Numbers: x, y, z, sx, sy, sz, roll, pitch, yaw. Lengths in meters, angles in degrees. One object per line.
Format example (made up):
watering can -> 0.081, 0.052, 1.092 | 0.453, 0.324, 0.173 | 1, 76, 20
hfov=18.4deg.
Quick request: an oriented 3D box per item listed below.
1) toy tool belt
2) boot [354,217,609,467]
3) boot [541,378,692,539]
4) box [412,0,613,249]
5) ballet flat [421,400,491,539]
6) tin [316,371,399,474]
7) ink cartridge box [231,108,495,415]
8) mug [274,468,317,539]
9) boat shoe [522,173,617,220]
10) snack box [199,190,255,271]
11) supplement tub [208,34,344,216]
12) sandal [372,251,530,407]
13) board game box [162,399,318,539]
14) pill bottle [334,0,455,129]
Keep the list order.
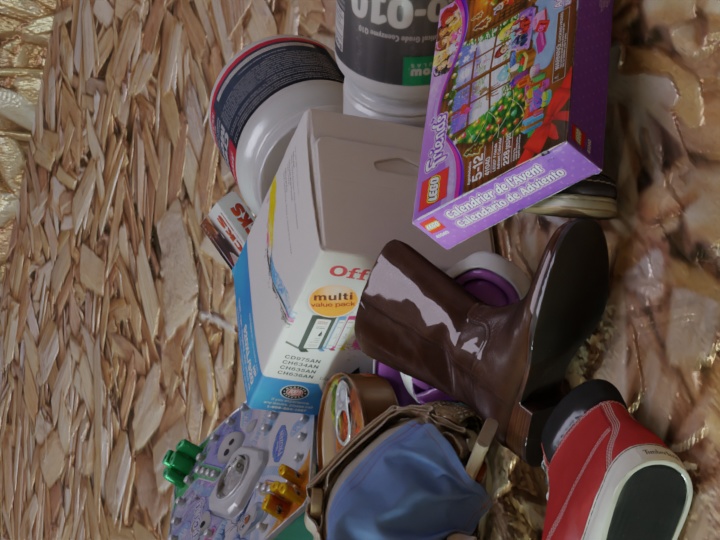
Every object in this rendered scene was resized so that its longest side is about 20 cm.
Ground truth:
toy tool belt -> 0.017, 0.183, 1.499 | 0.200, 0.125, 0.123 | -52, 8, -19
boot -> 0.074, 0.013, 1.529 | 0.200, 0.064, 0.188 | 36, 122, 43
boot -> 0.133, 0.176, 1.397 | 0.144, 0.072, 0.202 | -125, 54, -65
box -> 0.105, -0.125, 1.497 | 0.136, 0.039, 0.201 | -28, 40, 37
ballet flat -> 0.065, 0.190, 1.605 | 0.065, 0.070, 0.202 | -16, 70, 45
tin -> 0.002, 0.177, 1.676 | 0.112, 0.041, 0.202 | 164, 105, -65
ink cartridge box -> 0.000, 0.000, 1.736 | 0.201, 0.146, 0.146 | 116, 154, -46
mug -> -0.080, 0.199, 1.950 | 0.185, 0.113, 0.153 | 131, 142, -58
boat shoe -> 0.121, -0.074, 1.524 | 0.200, 0.071, 0.065 | -150, 69, -73
snack box -> -0.067, 0.026, 1.929 | 0.201, 0.024, 0.072 | 54, 157, 3
supplement tub -> -0.050, -0.113, 1.943 | 0.200, 0.139, 0.142 | -121, 42, -62
sandal -> 0.056, 0.057, 1.635 | 0.050, 0.082, 0.203 | -56, -2, -43
board game box -> -0.105, 0.169, 1.814 | 0.200, 0.026, 0.201 | -43, 26, 29
pill bottle -> 0.036, -0.204, 1.719 | 0.113, 0.112, 0.201 | -108, 16, -52
